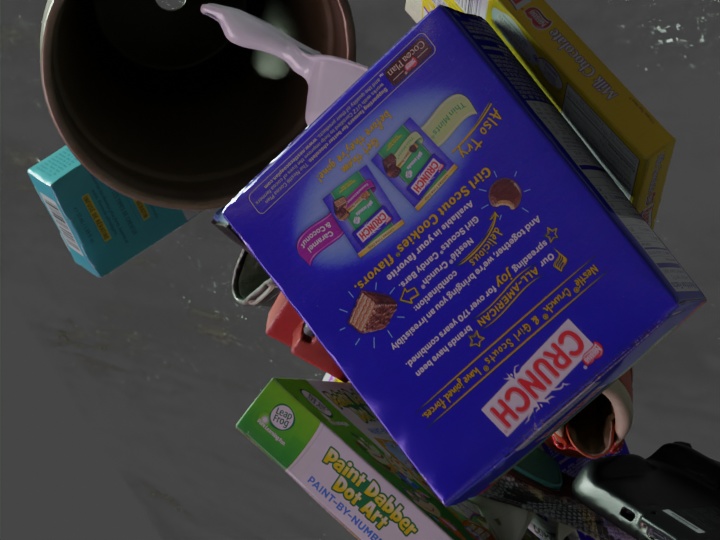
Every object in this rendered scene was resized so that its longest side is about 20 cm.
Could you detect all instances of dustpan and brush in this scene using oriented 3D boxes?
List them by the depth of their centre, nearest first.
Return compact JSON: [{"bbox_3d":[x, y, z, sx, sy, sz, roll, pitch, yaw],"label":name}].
[{"bbox_3d":[-0.010,-0.109,1.425,0.199,0.058,0.140,18,172,-1],"label":"dustpan and brush"}]

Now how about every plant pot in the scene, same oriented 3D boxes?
[{"bbox_3d":[-0.117,-0.160,1.527,0.201,0.199,0.174,63,179,-24],"label":"plant pot"}]

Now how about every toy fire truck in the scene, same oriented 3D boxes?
[{"bbox_3d":[0.000,0.000,1.572,0.049,0.200,0.141,28,-153,-12],"label":"toy fire truck"}]

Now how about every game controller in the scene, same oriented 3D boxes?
[{"bbox_3d":[0.206,0.146,1.300,0.200,0.104,0.042,29,125,56],"label":"game controller"}]

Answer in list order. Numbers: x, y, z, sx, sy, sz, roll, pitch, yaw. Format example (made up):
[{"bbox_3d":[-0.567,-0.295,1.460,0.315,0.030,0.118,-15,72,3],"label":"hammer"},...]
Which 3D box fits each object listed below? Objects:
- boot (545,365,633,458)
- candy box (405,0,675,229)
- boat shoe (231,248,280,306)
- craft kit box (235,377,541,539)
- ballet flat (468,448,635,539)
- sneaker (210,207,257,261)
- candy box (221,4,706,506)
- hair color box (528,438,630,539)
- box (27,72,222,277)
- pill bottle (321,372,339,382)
[{"bbox_3d":[0.127,0.075,1.363,0.200,0.075,0.108,80,-174,-57],"label":"boot"},{"bbox_3d":[0.093,-0.108,1.259,0.200,0.026,0.102,50,164,21],"label":"candy box"},{"bbox_3d":[-0.046,-0.029,1.673,0.200,0.063,0.071,116,144,-53],"label":"boat shoe"},{"bbox_3d":[0.033,0.147,1.484,0.197,0.049,0.200,38,-173,15],"label":"craft kit box"},{"bbox_3d":[0.120,0.149,1.443,0.199,0.072,0.072,23,163,-3],"label":"ballet flat"},{"bbox_3d":[-0.035,-0.041,1.554,0.075,0.079,0.200,41,163,-18],"label":"sneaker"},{"bbox_3d":[0.054,-0.007,1.215,0.200,0.169,0.077,53,-161,13],"label":"candy box"},{"bbox_3d":[0.117,0.095,1.528,0.109,0.065,0.201,32,150,54],"label":"hair color box"},{"bbox_3d":[-0.128,-0.085,1.642,0.049,0.200,0.083,28,148,58],"label":"box"},{"bbox_3d":[0.050,0.118,1.695,0.105,0.104,0.200,62,163,-21],"label":"pill bottle"}]
